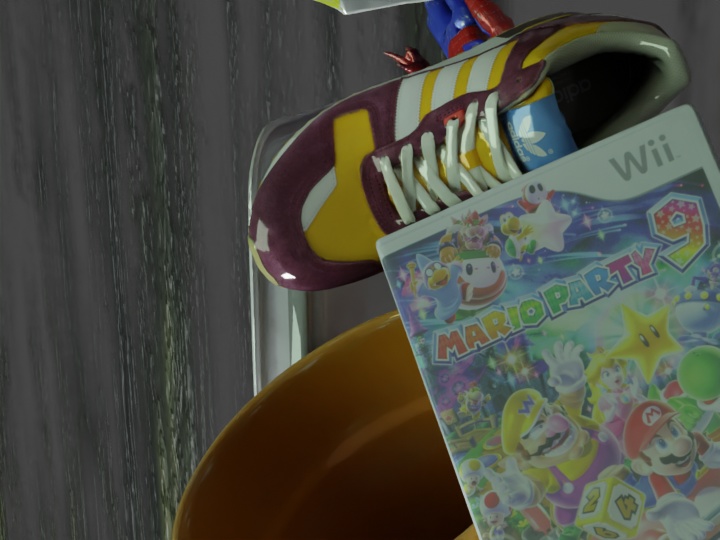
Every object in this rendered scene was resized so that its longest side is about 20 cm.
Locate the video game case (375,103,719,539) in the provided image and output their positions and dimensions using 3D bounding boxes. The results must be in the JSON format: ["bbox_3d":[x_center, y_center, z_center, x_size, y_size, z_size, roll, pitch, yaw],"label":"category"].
[{"bbox_3d":[0.102,0.051,0.885,0.201,0.143,0.018,70,-168,19],"label":"video game case"}]

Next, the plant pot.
[{"bbox_3d":[0.044,0.145,1.027,0.184,0.200,0.200,57,170,-29],"label":"plant pot"}]

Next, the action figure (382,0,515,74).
[{"bbox_3d":[0.047,-0.119,1.091,0.066,0.051,0.201,110,149,-43],"label":"action figure"}]

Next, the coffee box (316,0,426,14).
[{"bbox_3d":[0.019,-0.231,0.904,0.200,0.197,0.201,30,126,51],"label":"coffee box"}]

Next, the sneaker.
[{"bbox_3d":[0.045,-0.054,0.951,0.075,0.199,0.090,61,165,-15],"label":"sneaker"}]

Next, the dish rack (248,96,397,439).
[{"bbox_3d":[0.000,0.000,1.158,0.200,0.043,0.173,-30,-60,-68],"label":"dish rack"}]
